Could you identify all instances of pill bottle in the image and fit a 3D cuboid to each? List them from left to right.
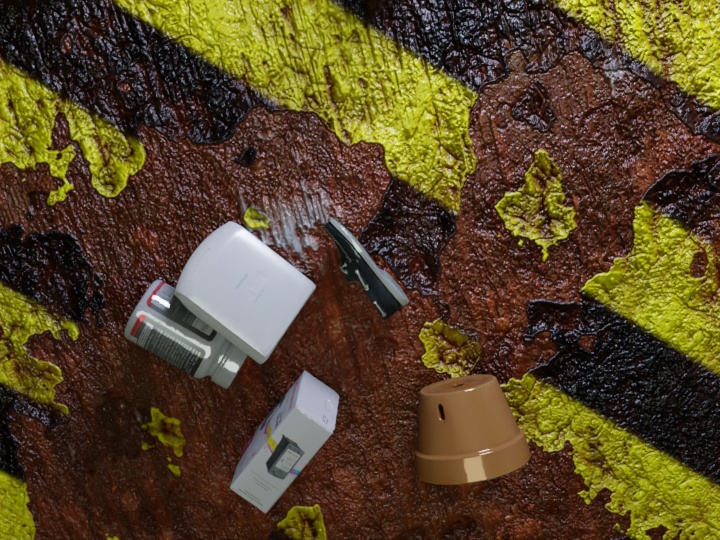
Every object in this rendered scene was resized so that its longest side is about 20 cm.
[{"bbox_3d":[-0.291,0.113,1.178,0.198,0.114,0.115,31,105,-7],"label":"pill bottle"}]

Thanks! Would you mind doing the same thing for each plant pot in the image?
[{"bbox_3d":[0.178,0.264,1.174,0.197,0.200,0.143,-13,89,6],"label":"plant pot"}]

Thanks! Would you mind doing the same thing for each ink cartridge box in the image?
[{"bbox_3d":[-0.132,0.298,1.208,0.085,0.148,0.201,35,104,-9],"label":"ink cartridge box"}]

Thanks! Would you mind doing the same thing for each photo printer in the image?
[{"bbox_3d":[-0.195,0.030,1.140,0.199,0.069,0.167,39,68,-8],"label":"photo printer"}]

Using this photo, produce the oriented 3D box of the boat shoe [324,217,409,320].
[{"bbox_3d":[0.000,0.000,1.154,0.060,0.076,0.200,-40,100,6],"label":"boat shoe"}]
